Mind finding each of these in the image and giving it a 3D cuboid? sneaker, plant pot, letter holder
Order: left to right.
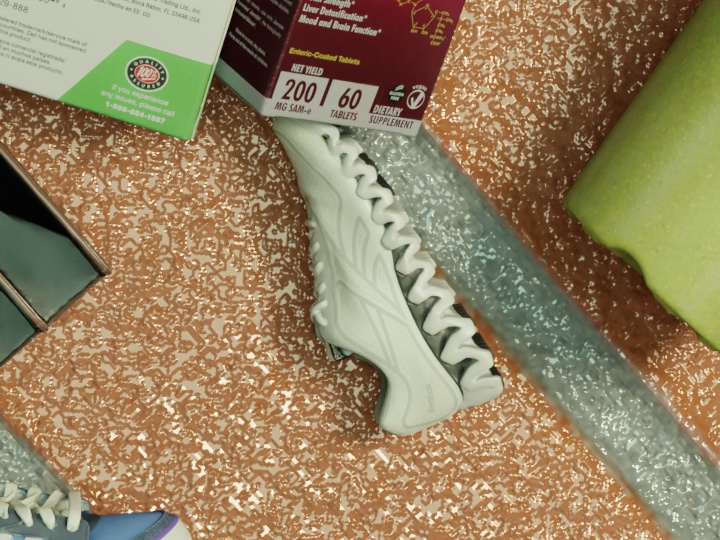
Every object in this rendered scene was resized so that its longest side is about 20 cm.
[{"bbox_3d":[-0.230,-0.043,1.187,0.100,0.142,0.200,-41,95,-6],"label":"letter holder"},{"bbox_3d":[-0.205,0.123,1.222,0.199,0.081,0.147,-20,97,-2],"label":"sneaker"},{"bbox_3d":[0.000,0.000,1.260,0.081,0.075,0.201,-31,94,2],"label":"sneaker"},{"bbox_3d":[0.217,-0.059,1.232,0.200,0.200,0.184,42,96,-6],"label":"plant pot"}]

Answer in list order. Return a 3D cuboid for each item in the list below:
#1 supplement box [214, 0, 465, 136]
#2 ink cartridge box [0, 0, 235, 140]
[{"bbox_3d":[0.008,-0.178,1.208,0.108,0.061,0.201,5,114,-36],"label":"supplement box"},{"bbox_3d":[-0.127,-0.190,1.200,0.145,0.084,0.201,17,108,-8],"label":"ink cartridge box"}]
